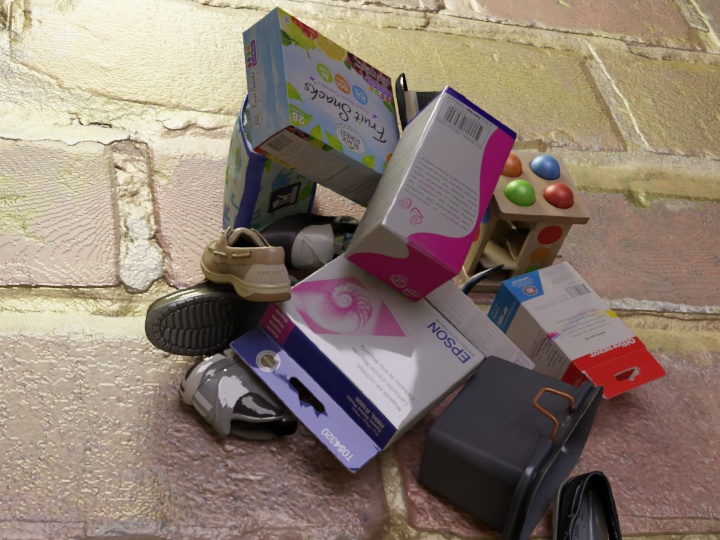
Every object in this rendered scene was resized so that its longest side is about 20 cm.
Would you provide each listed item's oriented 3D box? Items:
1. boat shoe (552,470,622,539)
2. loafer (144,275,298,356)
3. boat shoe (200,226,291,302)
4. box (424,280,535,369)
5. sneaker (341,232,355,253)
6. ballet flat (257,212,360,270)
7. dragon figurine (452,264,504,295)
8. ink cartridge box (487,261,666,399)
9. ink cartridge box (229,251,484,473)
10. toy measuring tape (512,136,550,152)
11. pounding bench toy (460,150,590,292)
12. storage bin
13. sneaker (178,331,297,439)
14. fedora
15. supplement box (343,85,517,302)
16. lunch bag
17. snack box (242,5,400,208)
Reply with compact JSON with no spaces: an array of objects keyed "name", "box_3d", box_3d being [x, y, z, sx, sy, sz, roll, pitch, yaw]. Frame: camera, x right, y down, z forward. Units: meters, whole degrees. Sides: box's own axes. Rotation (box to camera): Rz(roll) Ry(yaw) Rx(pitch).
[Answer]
[{"name":"boat shoe","box_3d":[0.238,0.296,1.193,0.074,0.066,0.200,21,51,-13]},{"name":"loafer","box_3d":[-0.163,0.043,1.327,0.200,0.075,0.070,-12,25,-39]},{"name":"boat shoe","box_3d":[-0.125,-0.016,1.275,0.072,0.065,0.200,-3,13,-22]},{"name":"box","box_3d":[0.120,0.061,1.359,0.200,0.039,0.041,43,67,-16]},{"name":"sneaker","box_3d":[0.000,0.000,1.378,0.086,0.077,0.200,51,49,-29]},{"name":"ballet flat","box_3d":[-0.047,-0.036,1.410,0.068,0.068,0.200,18,19,33]},{"name":"dragon figurine","box_3d":[0.096,0.051,1.416,0.200,0.059,0.100,-10,52,-24]},{"name":"ink cartridge box","box_3d":[0.264,0.089,1.438,0.116,0.067,0.200,-15,53,-33]},{"name":"ink cartridge box","box_3d":[-0.002,0.085,1.248,0.196,0.043,0.200,43,54,16]},{"name":"toy measuring tape","box_3d":[0.199,-0.155,1.670,0.200,0.074,0.074,-7,49,-27]},{"name":"pounding bench toy","box_3d":[0.166,-0.071,1.501,0.199,0.156,0.124,2,45,-19]},{"name":"storage bin","box_3d":[0.159,0.179,1.261,0.134,0.146,0.200,24,41,19]},{"name":"sneaker","box_3d":[-0.088,0.122,1.270,0.200,0.075,0.116,-30,66,-30]},{"name":"fedora","box_3d":[0.102,-0.152,1.442,0.091,0.201,0.201,-10,44,5]},{"name":"supplement box","box_3d":[0.077,-0.082,1.276,0.101,0.103,0.200,33,59,-12]},{"name":"lunch bag","box_3d":[-0.110,-0.131,1.445,0.127,0.170,0.200,20,41,5]},{"name":"snack box","box_3d":[-0.039,-0.182,1.342,0.200,0.068,0.169,24,49,-42]}]
